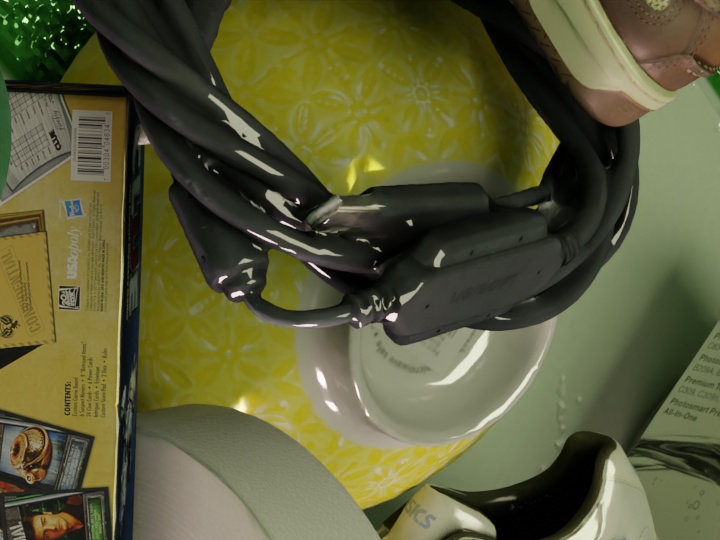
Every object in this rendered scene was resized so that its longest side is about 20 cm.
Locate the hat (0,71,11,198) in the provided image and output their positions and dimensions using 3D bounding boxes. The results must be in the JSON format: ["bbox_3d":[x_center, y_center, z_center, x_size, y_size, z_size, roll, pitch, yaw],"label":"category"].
[{"bbox_3d":[-0.180,0.029,0.751,0.199,0.166,0.177,-12,142,-6],"label":"hat"}]

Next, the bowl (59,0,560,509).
[{"bbox_3d":[0.000,0.000,0.883,0.199,0.108,0.201,-15,118,-31],"label":"bowl"}]

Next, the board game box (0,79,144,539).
[{"bbox_3d":[-0.131,0.046,0.783,0.035,0.135,0.201,-66,160,-82],"label":"board game box"}]

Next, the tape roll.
[{"bbox_3d":[-0.050,0.140,0.823,0.037,0.202,0.204,-9,103,-40],"label":"tape roll"}]

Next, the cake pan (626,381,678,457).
[{"bbox_3d":[0.163,0.120,1.142,0.200,0.037,0.202,-9,103,-44],"label":"cake pan"}]

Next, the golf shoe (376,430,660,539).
[{"bbox_3d":[0.009,0.112,0.931,0.199,0.078,0.098,-22,126,-20],"label":"golf shoe"}]

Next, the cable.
[{"bbox_3d":[0.002,-0.054,0.800,0.200,0.163,0.051,-19,154,-49],"label":"cable"}]

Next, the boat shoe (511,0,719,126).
[{"bbox_3d":[0.052,-0.144,0.788,0.203,0.075,0.075,57,23,-10],"label":"boat shoe"}]

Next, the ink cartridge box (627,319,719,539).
[{"bbox_3d":[0.167,0.114,1.048,0.146,0.084,0.200,42,75,-28],"label":"ink cartridge box"}]
